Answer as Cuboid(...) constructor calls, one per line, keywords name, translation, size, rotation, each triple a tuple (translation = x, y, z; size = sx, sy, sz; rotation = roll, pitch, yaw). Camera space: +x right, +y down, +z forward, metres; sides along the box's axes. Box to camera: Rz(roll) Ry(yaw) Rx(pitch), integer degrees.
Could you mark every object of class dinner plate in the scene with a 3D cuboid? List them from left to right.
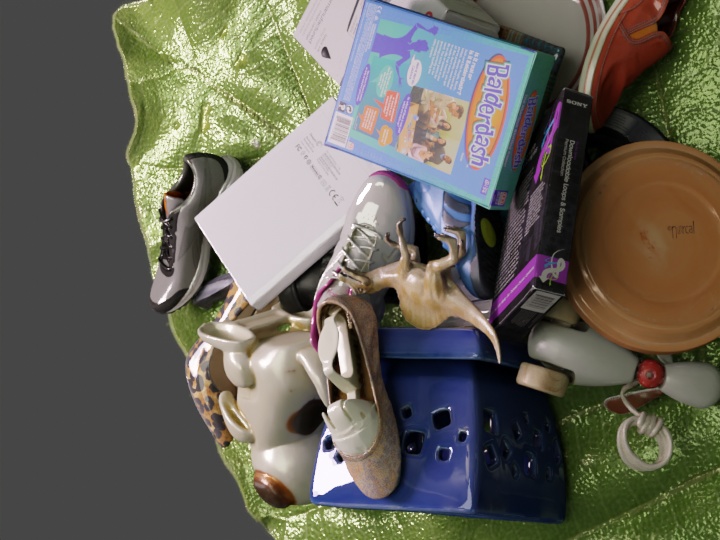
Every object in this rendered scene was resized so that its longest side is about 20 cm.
Cuboid(name="dinner plate", translation=(0.166, -0.236, 1.654), size=(0.198, 0.024, 0.203), rotation=(-1, 88, 33))

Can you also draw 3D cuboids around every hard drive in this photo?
Cuboid(name="hard drive", translation=(-0.068, -0.071, 1.703), size=(0.200, 0.027, 0.132), rotation=(-40, 61, 8))

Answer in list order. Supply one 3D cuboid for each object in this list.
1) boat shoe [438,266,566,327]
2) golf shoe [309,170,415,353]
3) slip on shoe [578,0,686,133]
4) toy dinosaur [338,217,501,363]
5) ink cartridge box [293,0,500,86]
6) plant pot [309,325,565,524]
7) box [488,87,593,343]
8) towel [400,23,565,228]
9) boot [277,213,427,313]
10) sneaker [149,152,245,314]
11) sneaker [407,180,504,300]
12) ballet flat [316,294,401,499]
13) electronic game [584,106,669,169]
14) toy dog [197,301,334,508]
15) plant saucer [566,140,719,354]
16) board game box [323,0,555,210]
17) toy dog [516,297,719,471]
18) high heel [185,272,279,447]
Cuboid(name="boat shoe", translation=(0.144, 0.029, 1.608), size=(0.198, 0.072, 0.066), rotation=(-13, 115, 29))
Cuboid(name="golf shoe", translation=(0.000, 0.000, 1.607), size=(0.075, 0.091, 0.202), rotation=(21, 112, 15))
Cuboid(name="slip on shoe", translation=(0.265, -0.219, 1.540), size=(0.061, 0.074, 0.201), rotation=(28, 83, 24))
Cuboid(name="toy dinosaur", translation=(0.074, 0.011, 1.526), size=(0.199, 0.058, 0.102), rotation=(22, 108, 33))
Cuboid(name="ink cartridge box", translation=(0.034, -0.248, 1.675), size=(0.200, 0.084, 0.145), rotation=(50, 119, 41))
Cuboid(name="plant pot", translation=(0.083, 0.153, 1.602), size=(0.198, 0.199, 0.182), rotation=(-1, 81, 34))
Cuboid(name="box", translation=(0.166, -0.049, 1.494), size=(0.036, 0.143, 0.202), rotation=(13, 68, -8))
Cuboid(name="towel", translation=(0.123, -0.150, 1.645), size=(0.146, 0.022, 0.202), rotation=(28, 103, 40))
Cuboid(name="boot", translation=(-0.006, -0.055, 1.729), size=(0.156, 0.079, 0.213), rotation=(-10, 68, 22))
Cuboid(name="sneaker", translation=(-0.206, -0.046, 1.856), size=(0.074, 0.079, 0.202), rotation=(36, 108, 51))
Cuboid(name="sneaker", translation=(0.093, -0.056, 1.592), size=(0.078, 0.066, 0.202), rotation=(-22, 63, 26))
Cuboid(name="ballet flat", translation=(-0.011, 0.116, 1.519), size=(0.068, 0.067, 0.202), rotation=(-25, 64, 27))
Cuboid(name="electronic game", translation=(0.234, -0.062, 1.592), size=(0.198, 0.041, 0.202), rotation=(6, 100, 36))
Cuboid(name="toy dog", translation=(-0.069, 0.152, 1.736), size=(0.193, 0.139, 0.202), rotation=(16, 118, 45))
Cuboid(name="plant saucer", translation=(0.279, -0.024, 1.499), size=(0.198, 0.032, 0.203), rotation=(1, 79, -4))
Cuboid(name="board game box", translation=(0.073, -0.161, 1.545), size=(0.199, 0.045, 0.154), rotation=(24, 103, 30))
Cuboid(name="toy dog", translation=(0.237, 0.090, 1.546), size=(0.199, 0.096, 0.132), rotation=(36, 92, 0))
Cuboid(name="high heel", translation=(-0.128, 0.089, 1.811), size=(0.142, 0.071, 0.202), rotation=(-20, 69, 38))
